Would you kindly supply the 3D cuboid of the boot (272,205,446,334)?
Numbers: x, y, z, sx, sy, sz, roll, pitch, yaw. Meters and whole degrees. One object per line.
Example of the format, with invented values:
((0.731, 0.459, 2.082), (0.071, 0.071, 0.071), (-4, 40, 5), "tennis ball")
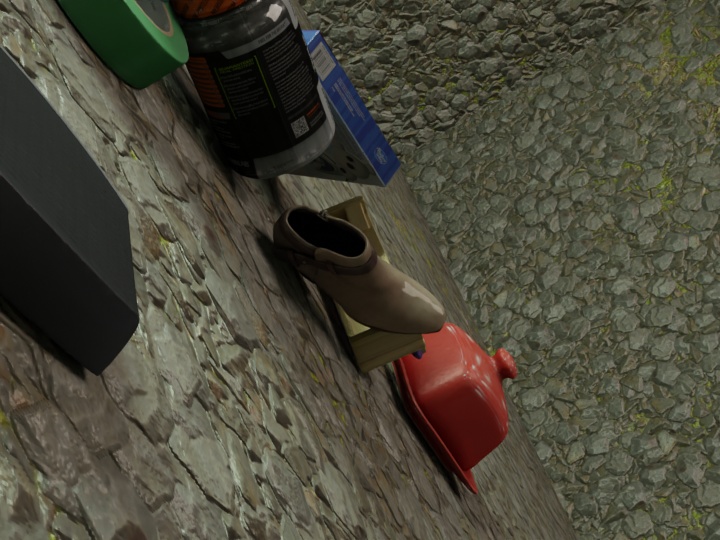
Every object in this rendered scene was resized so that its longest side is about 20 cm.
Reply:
((0.000, 0.000, 1.129), (0.198, 0.071, 0.146), (20, -17, 6), "boot")

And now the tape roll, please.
((-0.223, -0.256, 0.946), (0.201, 0.048, 0.201), (60, 7, -13), "tape roll")

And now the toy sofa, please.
((0.004, 0.021, 1.281), (0.098, 0.082, 0.201), (72, -5, -55), "toy sofa")

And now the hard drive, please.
((-0.177, -0.054, 0.533), (0.200, 0.042, 0.135), (55, 10, -39), "hard drive")

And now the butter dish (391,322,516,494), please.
((0.139, 0.154, 1.451), (0.200, 0.147, 0.200), (55, 10, -30), "butter dish")

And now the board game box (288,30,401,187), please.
((-0.074, -0.190, 1.275), (0.198, 0.043, 0.200), (12, -34, 44), "board game box")

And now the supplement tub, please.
((-0.109, -0.205, 1.100), (0.123, 0.122, 0.201), (-108, 178, -55), "supplement tub")

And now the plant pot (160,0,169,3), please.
((-0.117, -0.365, 0.974), (0.142, 0.199, 0.142), (57, 27, -24), "plant pot")

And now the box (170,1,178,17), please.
((-0.177, -0.371, 1.117), (0.079, 0.140, 0.201), (-106, -179, -67), "box")
